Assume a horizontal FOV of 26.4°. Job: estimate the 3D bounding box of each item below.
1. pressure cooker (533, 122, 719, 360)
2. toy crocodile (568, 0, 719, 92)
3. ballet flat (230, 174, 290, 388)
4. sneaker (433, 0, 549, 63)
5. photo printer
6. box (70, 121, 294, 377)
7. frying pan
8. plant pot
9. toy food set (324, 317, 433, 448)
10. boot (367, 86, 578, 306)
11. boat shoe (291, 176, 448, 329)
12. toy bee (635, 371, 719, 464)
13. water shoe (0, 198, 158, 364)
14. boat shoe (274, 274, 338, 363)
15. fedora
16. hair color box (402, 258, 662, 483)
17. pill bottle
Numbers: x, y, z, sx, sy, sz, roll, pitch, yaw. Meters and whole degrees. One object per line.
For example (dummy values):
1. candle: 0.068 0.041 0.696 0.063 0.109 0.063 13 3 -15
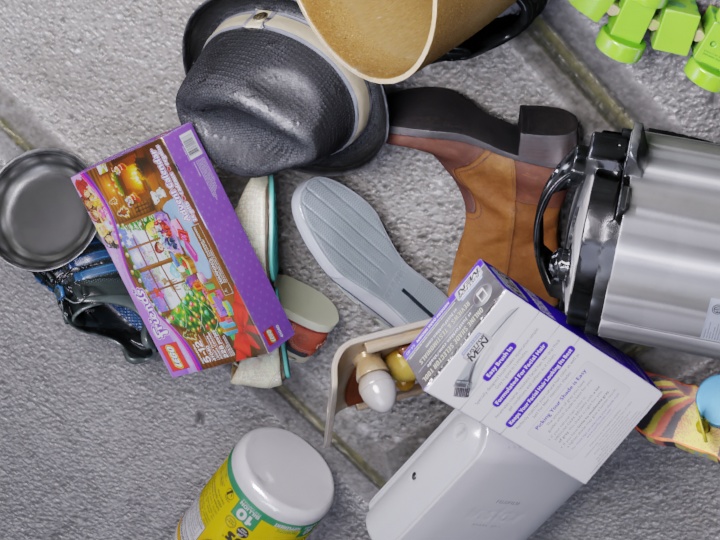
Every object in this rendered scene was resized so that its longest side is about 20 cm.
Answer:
1. pressure cooker: 0.240 -0.026 1.242 0.199 0.179 0.177 10 92 8
2. toy crocodile: 0.254 -0.194 1.214 0.199 0.062 0.068 18 124 -6
3. ballet flat: -0.099 0.011 1.344 0.062 0.067 0.201 -4 105 -1
4. sneaker: 0.054 -0.197 1.222 0.199 0.100 0.070 -17 115 20
5. photo printer: 0.123 0.196 1.444 0.166 0.070 0.200 13 130 -36
6. box: -0.153 -0.013 1.304 0.136 0.039 0.201 -16 103 45
7. frying pan: -0.252 -0.061 1.392 0.189 0.031 0.116 -11 77 6
8. plant pot: 0.070 -0.256 1.118 0.186 0.199 0.187 38 141 39
9. toy food set: 0.063 0.100 1.366 0.199 0.061 0.144 -13 154 -11
10. boot: 0.092 -0.059 1.342 0.187 0.069 0.201 3 130 1
11. boat shoe: 0.000 0.000 1.377 0.200 0.074 0.067 49 153 -17
12. toy bee: 0.327 0.148 1.370 0.199 0.109 0.131 -2 163 37
13. water shoe: -0.261 0.008 1.431 0.199 0.079 0.072 34 122 -10
14. boat shoe: -0.117 0.019 1.419 0.199 0.071 0.063 29 126 -13
15. fedora: -0.079 -0.133 1.262 0.200 0.092 0.201 21 139 20
16. hair color box: 0.147 0.088 1.298 0.200 0.065 0.109 32 103 -31
17. pill bottle: -0.120 0.260 1.544 0.112 0.113 0.200 32 123 -9
